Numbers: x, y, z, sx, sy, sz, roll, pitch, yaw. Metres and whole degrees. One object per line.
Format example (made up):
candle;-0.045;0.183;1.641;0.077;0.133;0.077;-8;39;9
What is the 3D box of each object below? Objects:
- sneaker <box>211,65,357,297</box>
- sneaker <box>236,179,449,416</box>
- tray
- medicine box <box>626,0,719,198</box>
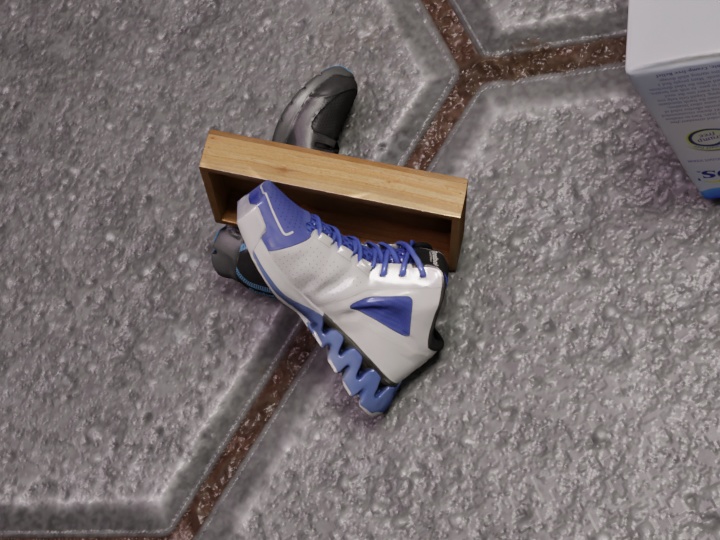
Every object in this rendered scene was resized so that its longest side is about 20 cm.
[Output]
sneaker;-0.044;-0.071;1.156;0.081;0.073;0.202;26;87;16
sneaker;0.000;0.001;1.035;0.114;0.200;0.081;-34;21;7
tray;-0.018;-0.054;1.063;0.197;0.099;0.038;11;68;6
medicine box;0.258;-0.175;0.941;0.102;0.200;0.185;-5;67;28
